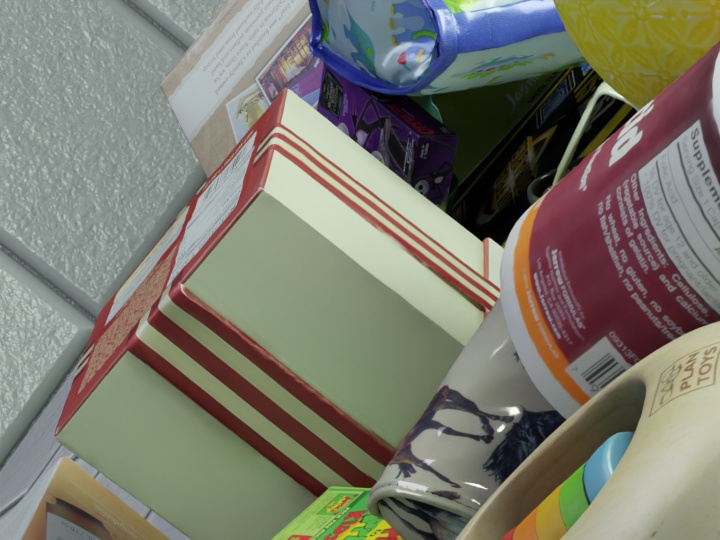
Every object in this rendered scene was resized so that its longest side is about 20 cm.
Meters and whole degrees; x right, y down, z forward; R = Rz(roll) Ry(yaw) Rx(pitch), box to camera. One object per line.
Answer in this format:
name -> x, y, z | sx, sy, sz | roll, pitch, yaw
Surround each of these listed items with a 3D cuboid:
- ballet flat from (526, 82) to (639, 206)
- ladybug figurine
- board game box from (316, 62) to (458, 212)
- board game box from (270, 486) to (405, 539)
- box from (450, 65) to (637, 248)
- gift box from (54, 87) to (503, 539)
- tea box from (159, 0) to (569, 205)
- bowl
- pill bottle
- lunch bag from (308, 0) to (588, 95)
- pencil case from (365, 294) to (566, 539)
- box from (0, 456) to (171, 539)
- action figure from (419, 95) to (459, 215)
ballet flat -> 0.151, -0.075, 1.270 | 0.200, 0.068, 0.068 | -46, 9, 32
ladybug figurine -> 0.088, 0.096, 0.880 | 0.200, 0.072, 0.136 | -46, 11, 36
board game box -> 0.000, 0.000, 1.411 | 0.120, 0.032, 0.201 | -132, 47, -58
board game box -> -0.040, 0.166, 1.087 | 0.200, 0.048, 0.101 | -39, 20, -31
box -> 0.111, -0.049, 1.444 | 0.160, 0.049, 0.200 | -48, 9, 13
gift box -> -0.011, 0.037, 1.252 | 0.185, 0.187, 0.200 | -48, 11, 22
tea box -> 0.025, -0.119, 1.591 | 0.196, 0.134, 0.200 | 5, -43, -47
bowl -> 0.170, -0.093, 1.039 | 0.200, 0.199, 0.108 | -100, 7, -79
pill bottle -> 0.146, -0.023, 0.930 | 0.200, 0.114, 0.114 | -42, 13, 48
lunch bag -> 0.078, -0.153, 1.343 | 0.169, 0.128, 0.200 | -13, 24, -18
pencil case -> 0.088, 0.043, 1.077 | 0.200, 0.089, 0.078 | -55, -11, -26
box -> -0.145, 0.215, 1.336 | 0.106, 0.152, 0.200 | -47, 10, 21
action figure -> 0.017, 0.007, 1.499 | 0.118, 0.054, 0.201 | -85, 3, -52
